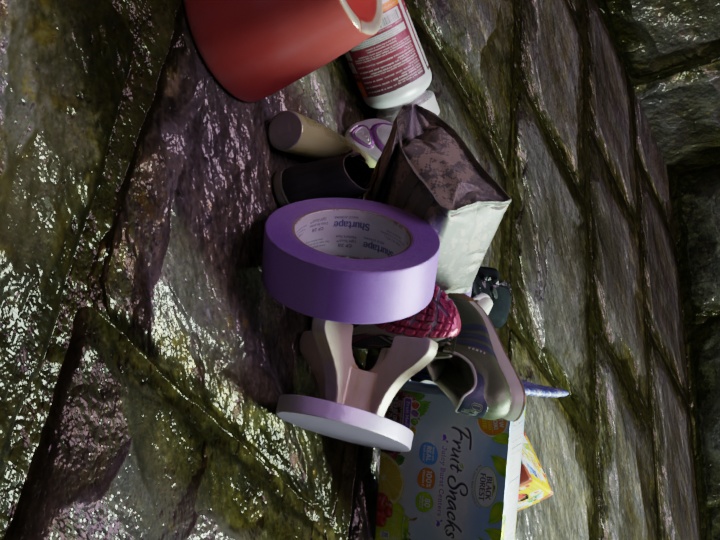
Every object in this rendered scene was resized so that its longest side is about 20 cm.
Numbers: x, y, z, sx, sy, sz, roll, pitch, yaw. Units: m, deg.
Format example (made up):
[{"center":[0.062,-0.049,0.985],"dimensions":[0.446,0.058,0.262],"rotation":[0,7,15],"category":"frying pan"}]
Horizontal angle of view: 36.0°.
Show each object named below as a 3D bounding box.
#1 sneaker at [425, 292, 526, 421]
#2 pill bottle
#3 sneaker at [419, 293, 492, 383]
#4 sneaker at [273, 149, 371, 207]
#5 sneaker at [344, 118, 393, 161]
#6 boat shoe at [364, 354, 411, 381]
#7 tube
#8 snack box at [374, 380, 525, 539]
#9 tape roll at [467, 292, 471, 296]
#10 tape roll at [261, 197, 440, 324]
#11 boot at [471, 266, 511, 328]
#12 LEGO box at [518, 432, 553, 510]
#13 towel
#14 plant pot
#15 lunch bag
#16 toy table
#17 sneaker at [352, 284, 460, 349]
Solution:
[{"center":[0.115,0.097,1.309],"dimensions":[0.090,0.067,0.200],"rotation":[3,39,-28],"category":"sneaker"},{"center":[0.039,-0.307,1.626],"dimensions":[0.201,0.109,0.110],"rotation":[66,27,-21],"category":"pill bottle"},{"center":[0.147,0.127,1.582],"dimensions":[0.200,0.081,0.075],"rotation":[-61,166,-16],"category":"sneaker"},{"center":[-0.017,-0.106,1.412],"dimensions":[0.200,0.106,0.075],"rotation":[-9,86,-65],"category":"sneaker"},{"center":[0.050,-0.159,1.622],"dimensions":[0.199,0.100,0.075],"rotation":[13,59,-36],"category":"sneaker"},{"center":[0.062,0.181,1.492],"dimensions":[0.200,0.070,0.066],"rotation":[44,41,-37],"category":"boat shoe"},{"center":[-0.046,-0.163,1.439],"dimensions":[0.200,0.052,0.058],"rotation":[7,62,-62],"category":"tube"},{"center":[0.110,0.247,1.370],"dimensions":[0.068,0.168,0.201],"rotation":[-12,108,-65],"category":"snack box"},{"center":[0.087,-0.031,1.620],"dimensions":[0.200,0.085,0.201],"rotation":[41,42,-52],"category":"tape roll"},{"center":[-0.012,-0.015,1.262],"dimensions":[0.200,0.199,0.066],"rotation":[-52,151,-59],"category":"tape roll"},{"center":[0.199,0.076,1.806],"dimensions":[0.168,0.076,0.201],"rotation":[20,54,-56],"category":"boot"},{"center":[0.206,0.270,1.645],"dimensions":[0.149,0.077,0.200],"rotation":[66,10,23],"category":"LEGO box"},{"center":[0.155,0.139,1.444],"dimensions":[0.200,0.144,0.024],"rotation":[10,90,-42],"category":"towel"},{"center":[-0.082,-0.318,1.300],"dimensions":[0.200,0.177,0.201],"rotation":[39,44,-51],"category":"plant pot"},{"center":[0.074,-0.089,1.394],"dimensions":[0.117,0.164,0.200],"rotation":[-11,50,-30],"category":"lunch bag"},{"center":[-0.004,0.129,1.262],"dimensions":[0.200,0.183,0.118],"rotation":[41,58,-59],"category":"toy table"},{"center":[0.038,0.058,1.336],"dimensions":[0.075,0.199,0.081],"rotation":[52,55,-38],"category":"sneaker"}]
